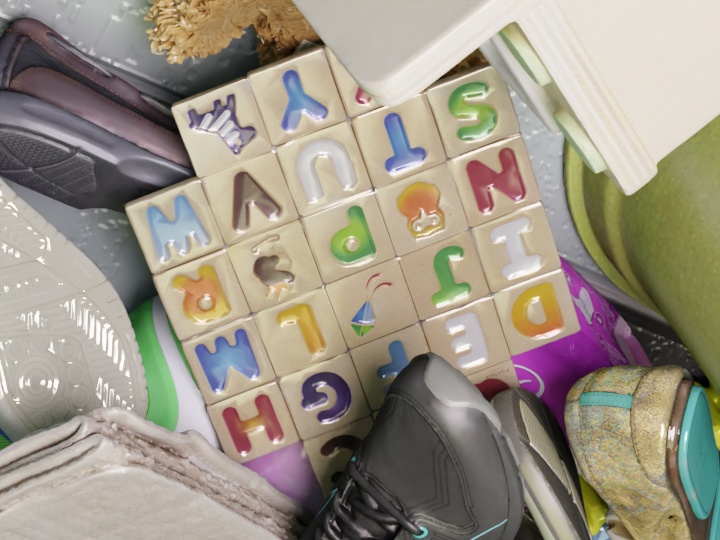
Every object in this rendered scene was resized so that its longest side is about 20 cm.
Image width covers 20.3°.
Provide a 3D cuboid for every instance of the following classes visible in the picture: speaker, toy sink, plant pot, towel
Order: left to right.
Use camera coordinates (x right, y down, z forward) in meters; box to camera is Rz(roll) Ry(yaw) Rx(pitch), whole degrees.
[{"bbox_3d":[-0.134,0.086,0.923,0.199,0.089,0.089,-31,121,12],"label":"speaker"},{"bbox_3d":[-0.109,0.114,0.857,0.132,0.035,0.200,-22,150,16],"label":"towel"},{"bbox_3d":[0.085,-0.118,0.743,0.199,0.131,0.112,-38,129,2],"label":"toy sink"},{"bbox_3d":[0.201,-0.010,0.854,0.198,0.185,0.202,-3,122,-5],"label":"plant pot"}]

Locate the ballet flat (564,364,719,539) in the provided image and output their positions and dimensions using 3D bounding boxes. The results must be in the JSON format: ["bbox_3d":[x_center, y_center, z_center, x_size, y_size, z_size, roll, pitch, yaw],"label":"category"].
[{"bbox_3d":[0.134,0.101,0.894,0.070,0.071,0.200,-22,142,7],"label":"ballet flat"}]

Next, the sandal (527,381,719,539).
[{"bbox_3d":[0.150,0.107,0.988,0.198,0.080,0.087,-21,126,7],"label":"sandal"}]

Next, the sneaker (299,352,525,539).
[{"bbox_3d":[0.014,0.117,0.847,0.079,0.075,0.201,-29,148,-29],"label":"sneaker"}]

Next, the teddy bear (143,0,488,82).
[{"bbox_3d":[-0.014,-0.121,0.833,0.145,0.067,0.200,-34,128,24],"label":"teddy bear"}]

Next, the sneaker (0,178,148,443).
[{"bbox_3d":[-0.176,0.005,0.856,0.077,0.111,0.200,-49,115,-25],"label":"sneaker"}]

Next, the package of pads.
[{"bbox_3d":[0.031,0.074,0.948,0.200,0.076,0.120,-39,119,16],"label":"package of pads"}]

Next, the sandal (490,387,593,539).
[{"bbox_3d":[0.079,0.139,0.903,0.057,0.080,0.202,-12,131,2],"label":"sandal"}]

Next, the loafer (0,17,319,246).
[{"bbox_3d":[-0.073,-0.046,0.868,0.199,0.064,0.072,25,150,-25],"label":"loafer"}]

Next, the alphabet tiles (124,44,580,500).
[{"bbox_3d":[0.000,0.000,0.849,0.165,0.006,0.201,-21,118,-2],"label":"alphabet tiles"}]
